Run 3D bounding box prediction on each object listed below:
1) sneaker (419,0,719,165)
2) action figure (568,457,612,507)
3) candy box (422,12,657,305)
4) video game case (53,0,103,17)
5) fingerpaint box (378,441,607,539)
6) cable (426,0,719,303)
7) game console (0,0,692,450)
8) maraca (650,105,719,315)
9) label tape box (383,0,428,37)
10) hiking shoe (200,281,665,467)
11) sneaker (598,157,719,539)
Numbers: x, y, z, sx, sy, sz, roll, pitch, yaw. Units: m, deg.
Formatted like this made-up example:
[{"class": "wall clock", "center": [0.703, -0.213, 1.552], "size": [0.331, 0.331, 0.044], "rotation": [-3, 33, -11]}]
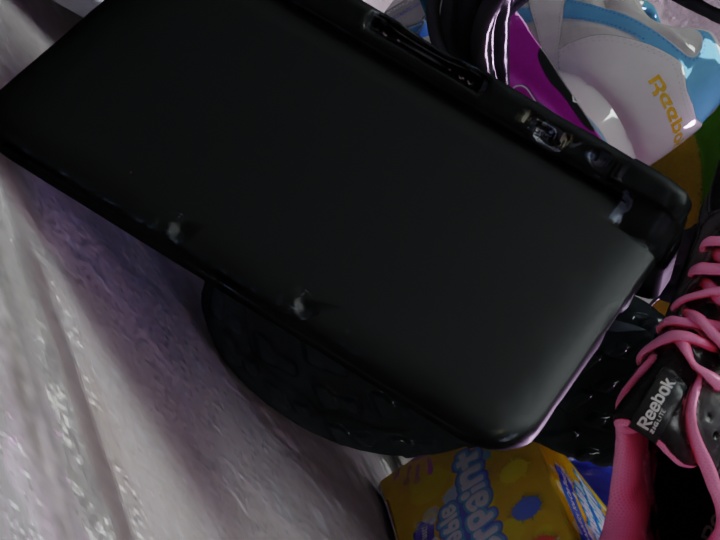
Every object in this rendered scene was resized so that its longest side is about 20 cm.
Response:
[{"class": "sneaker", "center": [0.090, -0.100, 0.965], "size": [0.200, 0.081, 0.077], "rotation": [44, -16, 52]}, {"class": "action figure", "center": [0.104, 0.097, 0.919], "size": [0.200, 0.052, 0.065], "rotation": [20, -23, 36]}, {"class": "candy box", "center": [0.041, -0.032, 0.943], "size": [0.137, 0.061, 0.200], "rotation": [55, -19, -12]}, {"class": "video game case", "center": [-0.069, -0.181, 0.838], "size": [0.143, 0.018, 0.201], "rotation": [27, 64, -41]}, {"class": "fingerpaint box", "center": [0.094, 0.169, 0.789], "size": [0.167, 0.073, 0.200], "rotation": [51, 12, -28]}, {"class": "cable", "center": [0.116, -0.060, 0.792], "size": [0.199, 0.163, 0.051], "rotation": [24, 47, 3]}, {"class": "game console", "center": [-0.002, -0.022, 0.723], "size": [0.200, 0.117, 0.176], "rotation": [32, -8, 11]}, {"class": "maraca", "center": [0.147, -0.011, 0.985], "size": [0.200, 0.107, 0.138], "rotation": [121, -25, -65]}, {"class": "label tape box", "center": [0.069, -0.089, 1.127], "size": [0.144, 0.063, 0.200], "rotation": [55, 35, -15]}, {"class": "hiking shoe", "center": [0.030, 0.025, 0.792], "size": [0.199, 0.075, 0.087], "rotation": [14, 19, -22]}, {"class": "sneaker", "center": [0.125, 0.032, 0.718], "size": [0.079, 0.201, 0.095], "rotation": [18, 10, 40]}]
